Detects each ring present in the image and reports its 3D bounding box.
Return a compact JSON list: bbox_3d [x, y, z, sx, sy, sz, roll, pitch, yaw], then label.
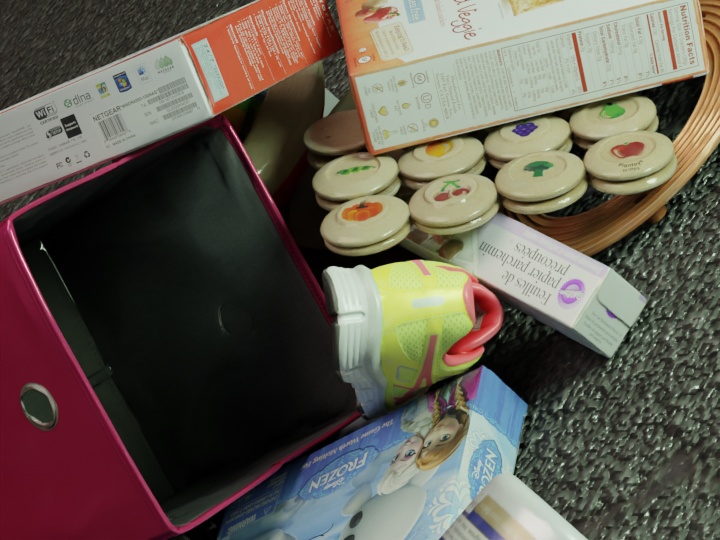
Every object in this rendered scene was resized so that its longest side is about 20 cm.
[{"bbox_3d":[0.152,-0.077,1.481,0.200,0.019,0.201,-38,26,22],"label":"ring"}]

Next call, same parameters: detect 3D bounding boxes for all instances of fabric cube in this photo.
[{"bbox_3d":[-0.153,0.058,1.484,0.199,0.197,0.200,-26,2,41],"label":"fabric cube"}]

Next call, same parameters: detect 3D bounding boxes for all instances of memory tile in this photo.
[{"bbox_3d":[0.069,-0.068,1.444,0.199,0.017,0.153,-13,30,2],"label":"memory tile"}]

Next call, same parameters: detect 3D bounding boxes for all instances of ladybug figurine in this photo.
[{"bbox_3d":[-0.083,-0.080,1.636,0.135,0.072,0.200,2,50,32],"label":"ladybug figurine"}]

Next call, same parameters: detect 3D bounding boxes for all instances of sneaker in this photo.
[{"bbox_3d":[0.035,0.035,1.402,0.090,0.078,0.200,-10,-6,5],"label":"sneaker"}]

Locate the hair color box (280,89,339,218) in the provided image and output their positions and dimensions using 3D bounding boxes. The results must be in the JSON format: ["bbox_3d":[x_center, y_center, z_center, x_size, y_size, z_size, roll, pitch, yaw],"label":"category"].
[{"bbox_3d":[-0.091,-0.061,1.743,0.064,0.111,0.200,-21,37,46],"label":"hair color box"}]

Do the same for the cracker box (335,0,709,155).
[{"bbox_3d":[0.089,-0.142,1.484,0.199,0.058,0.134,-13,30,2],"label":"cracker box"}]

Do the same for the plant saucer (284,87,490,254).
[{"bbox_3d":[0.033,-0.084,1.595,0.200,0.029,0.200,-38,26,22],"label":"plant saucer"}]

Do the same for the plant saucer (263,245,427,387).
[{"bbox_3d":[0.000,0.000,1.598,0.200,0.034,0.200,-37,28,23],"label":"plant saucer"}]

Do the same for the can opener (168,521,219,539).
[{"bbox_3d":[-0.159,0.219,1.540,0.200,0.053,0.067,-39,-6,20],"label":"can opener"}]

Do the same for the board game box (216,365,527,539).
[{"bbox_3d":[-0.011,0.167,1.360,0.200,0.043,0.199,-30,30,35],"label":"board game box"}]

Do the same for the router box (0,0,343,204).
[{"bbox_3d":[-0.134,-0.100,1.511,0.200,0.049,0.179,-20,8,28],"label":"router box"}]

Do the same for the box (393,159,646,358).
[{"bbox_3d":[0.073,-0.009,1.416,0.200,0.041,0.039,29,85,49],"label":"box"}]

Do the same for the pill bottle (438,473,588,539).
[{"bbox_3d":[0.042,0.200,1.135,0.200,0.120,0.120,-48,25,-1],"label":"pill bottle"}]
